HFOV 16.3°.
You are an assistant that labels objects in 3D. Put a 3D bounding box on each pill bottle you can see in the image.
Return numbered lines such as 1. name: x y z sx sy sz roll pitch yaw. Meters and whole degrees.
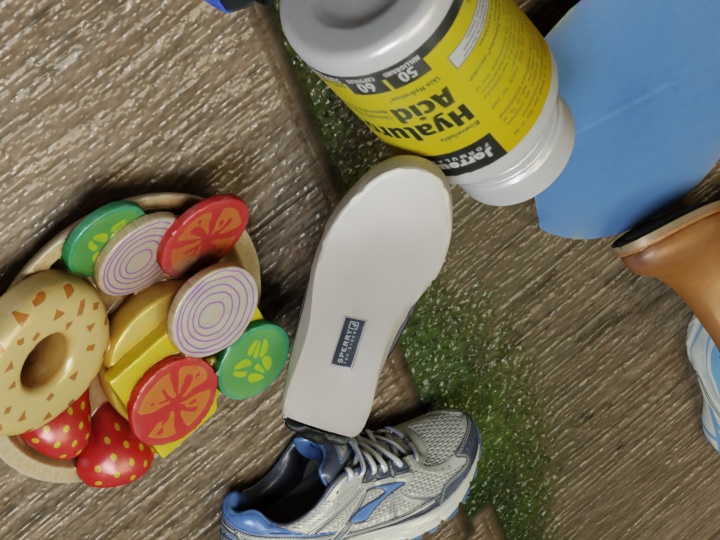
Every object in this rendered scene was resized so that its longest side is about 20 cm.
1. pill bottle: 0.047 -0.118 1.440 0.111 0.111 0.200 -49 140 -1

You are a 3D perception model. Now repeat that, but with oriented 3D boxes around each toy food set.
1. toy food set: -0.133 0.040 1.444 0.198 0.049 0.200 -42 139 -10

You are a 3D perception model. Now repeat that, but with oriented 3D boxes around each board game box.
1. board game box: 0.163 -0.115 1.609 0.157 0.039 0.201 -28 133 -15

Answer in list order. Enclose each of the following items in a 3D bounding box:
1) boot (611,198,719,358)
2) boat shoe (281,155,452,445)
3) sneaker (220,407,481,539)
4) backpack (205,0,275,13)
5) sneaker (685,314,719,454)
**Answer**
1. boot: 0.247 0.034 1.699 0.076 0.156 0.200 -17 173 29
2. boat shoe: 0.000 0.000 1.494 0.074 0.093 0.201 18 121 -11
3. sneaker: -0.005 0.136 1.617 0.199 0.077 0.086 -30 132 -23
4. backpack: -0.063 -0.228 1.219 0.162 0.168 0.200 -44 172 -1
5. sneaker: 0.291 0.096 1.861 0.072 0.072 0.200 -43 141 -11
